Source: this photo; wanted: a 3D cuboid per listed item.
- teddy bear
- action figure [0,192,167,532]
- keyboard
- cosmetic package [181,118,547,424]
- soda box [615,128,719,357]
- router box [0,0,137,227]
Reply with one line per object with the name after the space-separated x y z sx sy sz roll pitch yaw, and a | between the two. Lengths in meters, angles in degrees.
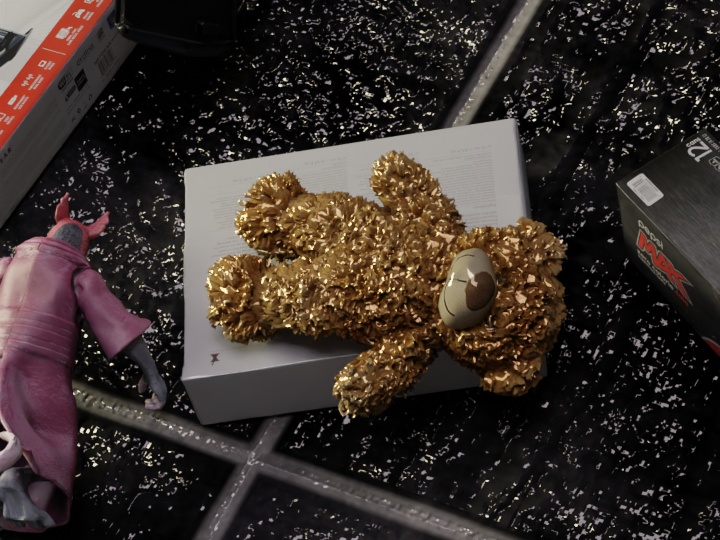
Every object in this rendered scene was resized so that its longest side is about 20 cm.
0.009 0.003 1.253 0.199 0.067 0.145 29 68 30 | teddy bear
-0.190 0.044 1.292 0.133 0.149 0.202 3 67 23 | action figure
-0.107 -0.194 1.505 0.103 0.040 0.201 11 44 -11 | keyboard
0.000 0.000 1.330 0.198 0.052 0.152 -8 50 8 | cosmetic package
0.218 0.018 1.248 0.063 0.071 0.200 -30 52 -11 | soda box
-0.254 -0.134 1.499 0.178 0.049 0.201 18 59 25 | router box
